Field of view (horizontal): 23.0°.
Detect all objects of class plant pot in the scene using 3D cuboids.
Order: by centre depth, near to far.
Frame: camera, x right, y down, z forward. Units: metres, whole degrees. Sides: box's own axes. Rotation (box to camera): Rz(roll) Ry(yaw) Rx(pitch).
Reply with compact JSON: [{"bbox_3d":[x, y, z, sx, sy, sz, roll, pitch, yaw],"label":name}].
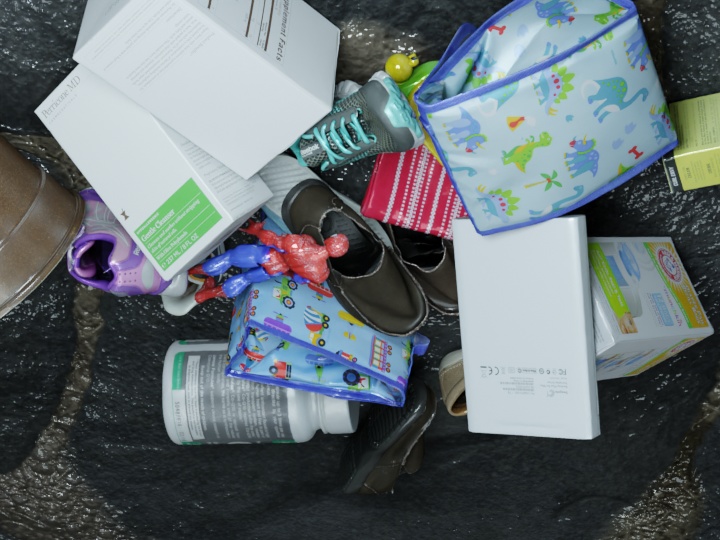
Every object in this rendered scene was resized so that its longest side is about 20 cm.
[{"bbox_3d":[-0.398,-0.072,1.673,0.199,0.201,0.199,-24,121,27],"label":"plant pot"}]

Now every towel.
[{"bbox_3d":[0.109,-0.094,1.665,0.198,0.023,0.146,14,106,-10],"label":"towel"}]

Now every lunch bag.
[{"bbox_3d":[0.156,-0.141,1.552,0.199,0.128,0.171,-34,131,-5],"label":"lunch bag"},{"bbox_3d":[-0.023,0.046,1.773,0.198,0.151,0.094,16,140,-12],"label":"lunch bag"}]

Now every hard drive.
[{"bbox_3d":[0.151,0.051,1.621,0.131,0.026,0.202,0,99,35],"label":"hard drive"}]

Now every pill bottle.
[{"bbox_3d":[-0.105,0.128,1.895,0.198,0.114,0.114,-2,136,8],"label":"pill bottle"}]

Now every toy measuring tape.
[{"bbox_3d":[0.093,-0.128,1.610,0.073,0.074,0.200,-26,121,29],"label":"toy measuring tape"}]

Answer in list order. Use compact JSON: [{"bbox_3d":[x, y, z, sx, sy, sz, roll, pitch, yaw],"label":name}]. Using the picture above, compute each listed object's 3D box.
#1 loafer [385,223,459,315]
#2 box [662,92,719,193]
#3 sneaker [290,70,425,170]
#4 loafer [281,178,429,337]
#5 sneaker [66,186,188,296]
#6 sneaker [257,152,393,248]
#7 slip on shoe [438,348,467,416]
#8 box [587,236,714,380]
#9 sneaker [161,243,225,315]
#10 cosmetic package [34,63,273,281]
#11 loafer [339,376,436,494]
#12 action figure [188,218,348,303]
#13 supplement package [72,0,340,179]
[{"bbox_3d":[0.063,-0.017,1.760,0.073,0.071,0.200,-15,132,20],"label":"loafer"},{"bbox_3d":[0.375,-0.130,1.615,0.198,0.076,0.050,-12,136,16],"label":"box"},{"bbox_3d":[-0.009,-0.120,1.561,0.091,0.200,0.078,-35,99,-13],"label":"sneaker"},{"bbox_3d":[0.000,0.000,1.683,0.073,0.071,0.200,-46,120,-2],"label":"loafer"},{"bbox_3d":[-0.252,-0.024,1.708,0.088,0.200,0.081,-16,117,-36],"label":"sneaker"},{"bbox_3d":[-0.041,-0.054,1.735,0.074,0.082,0.200,-44,118,-3],"label":"sneaker"},{"bbox_3d":[0.170,0.097,1.876,0.199,0.061,0.076,-21,130,24],"label":"slip on shoe"},{"bbox_3d":[0.237,0.038,1.708,0.101,0.113,0.199,-33,160,34],"label":"box"},{"bbox_3d":[-0.180,-0.038,1.746,0.078,0.080,0.201,11,138,22],"label":"sneaker"},{"bbox_3d":[-0.188,-0.107,1.615,0.108,0.085,0.200,-41,88,32],"label":"cosmetic package"},{"bbox_3d":[0.042,0.185,1.970,0.071,0.073,0.200,12,143,-20],"label":"loafer"},{"bbox_3d":[-0.088,-0.010,1.659,0.199,0.052,0.066,-8,130,41],"label":"action figure"},{"bbox_3d":[-0.131,-0.200,1.554,0.200,0.120,0.121,35,128,-27],"label":"supplement package"}]
